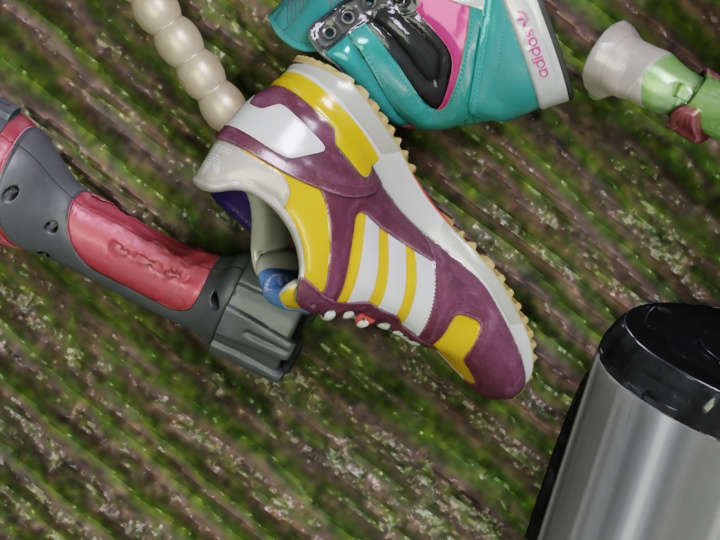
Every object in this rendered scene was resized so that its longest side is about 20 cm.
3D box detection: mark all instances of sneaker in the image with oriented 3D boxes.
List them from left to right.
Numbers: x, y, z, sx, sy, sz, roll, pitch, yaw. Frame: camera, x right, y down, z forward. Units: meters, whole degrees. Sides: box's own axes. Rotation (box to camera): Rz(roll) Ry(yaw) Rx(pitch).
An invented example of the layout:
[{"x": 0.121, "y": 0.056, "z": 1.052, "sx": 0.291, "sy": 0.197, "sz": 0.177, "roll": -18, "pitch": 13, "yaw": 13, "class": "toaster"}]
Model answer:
[{"x": 0.000, "y": 0.000, "z": 1.365, "sx": 0.090, "sy": 0.075, "sz": 0.200, "roll": -44, "pitch": 114, "yaw": -14, "class": "sneaker"}, {"x": 0.009, "y": -0.150, "z": 1.355, "sx": 0.120, "sy": 0.084, "sz": 0.201, "roll": -21, "pitch": 101, "yaw": 4, "class": "sneaker"}]

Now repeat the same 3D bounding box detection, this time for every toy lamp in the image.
[{"x": -0.079, "y": -0.096, "z": 1.394, "sx": 0.058, "sy": 0.058, "sz": 0.200, "roll": -35, "pitch": 94, "yaw": 16, "class": "toy lamp"}]

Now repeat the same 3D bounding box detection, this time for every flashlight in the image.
[{"x": -0.114, "y": -0.017, "z": 1.414, "sx": 0.199, "sy": 0.068, "sz": 0.068, "roll": 26, "pitch": 104, "yaw": 4, "class": "flashlight"}]

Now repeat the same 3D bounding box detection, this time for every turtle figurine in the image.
[{"x": 0.213, "y": -0.070, "z": 1.343, "sx": 0.194, "sy": 0.200, "sz": 0.144, "roll": 37, "pitch": 131, "yaw": 19, "class": "turtle figurine"}]

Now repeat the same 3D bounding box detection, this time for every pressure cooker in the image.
[{"x": 0.163, "y": 0.133, "z": 1.347, "sx": 0.175, "sy": 0.179, "sz": 0.201, "roll": 16, "pitch": 105, "yaw": 2, "class": "pressure cooker"}]
